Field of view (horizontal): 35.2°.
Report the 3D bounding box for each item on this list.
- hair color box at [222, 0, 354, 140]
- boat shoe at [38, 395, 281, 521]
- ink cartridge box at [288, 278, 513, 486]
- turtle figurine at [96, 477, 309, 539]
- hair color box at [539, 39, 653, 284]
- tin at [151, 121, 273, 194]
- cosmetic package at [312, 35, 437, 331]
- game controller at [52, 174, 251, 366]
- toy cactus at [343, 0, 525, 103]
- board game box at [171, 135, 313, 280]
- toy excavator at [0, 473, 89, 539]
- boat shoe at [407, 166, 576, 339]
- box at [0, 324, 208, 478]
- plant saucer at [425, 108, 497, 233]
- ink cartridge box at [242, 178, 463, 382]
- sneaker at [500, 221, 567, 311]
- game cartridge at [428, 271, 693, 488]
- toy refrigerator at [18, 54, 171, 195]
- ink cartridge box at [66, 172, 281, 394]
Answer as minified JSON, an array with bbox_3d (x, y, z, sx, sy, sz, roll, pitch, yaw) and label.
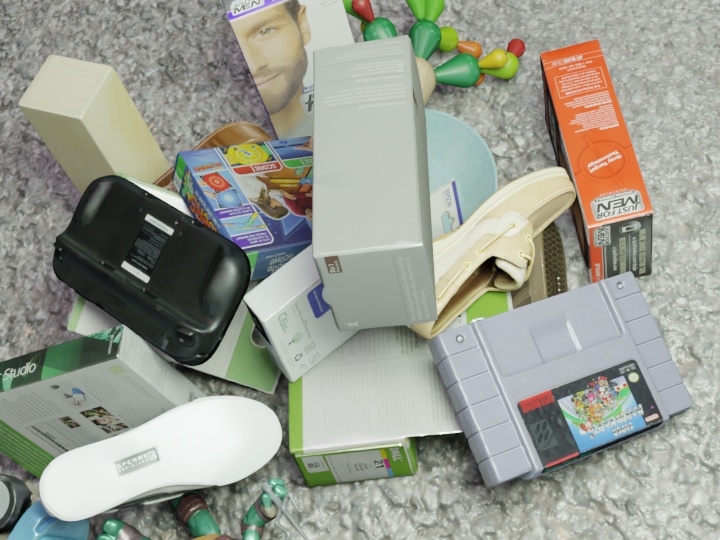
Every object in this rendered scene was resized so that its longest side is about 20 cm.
[{"bbox_3d":[-0.059,-0.215,1.127,0.108,0.201,0.065,-21,55,1],"label":"hair color box"},{"bbox_3d":[-0.163,0.156,0.929,0.197,0.068,0.073,-19,83,-16],"label":"boat shoe"},{"bbox_3d":[0.040,0.096,0.985,0.197,0.076,0.150,-7,57,6],"label":"ink cartridge box"},{"bbox_3d":[-0.125,0.235,0.926,0.149,0.102,0.199,-37,38,-30],"label":"turtle figurine"},{"bbox_3d":[0.215,-0.100,1.043,0.060,0.102,0.202,-13,56,6],"label":"hair color box"},{"bbox_3d":[-0.154,-0.058,1.107,0.200,0.112,0.042,-43,60,-12],"label":"tin"},{"bbox_3d":[0.010,-0.067,0.866,0.089,0.107,0.203,-8,58,6],"label":"cosmetic package"},{"bbox_3d":[-0.176,-0.005,0.941,0.199,0.042,0.105,29,84,31],"label":"game controller"},{"bbox_3d":[0.067,-0.220,1.131,0.198,0.102,0.167,27,57,-14],"label":"toy cactus"},{"bbox_3d":[-0.053,-0.063,1.024,0.198,0.035,0.136,-11,50,-32],"label":"board game box"},{"bbox_3d":[-0.262,0.293,0.927,0.199,0.100,0.196,30,84,25],"label":"toy excavator"},{"bbox_3d":[0.112,-0.010,0.957,0.199,0.074,0.069,-35,62,-12],"label":"boat shoe"},{"bbox_3d":[-0.239,0.119,0.973,0.197,0.145,0.037,-17,48,22],"label":"box"},{"bbox_3d":[0.037,-0.069,1.109,0.198,0.039,0.204,-6,58,10],"label":"plant saucer"},{"bbox_3d":[0.000,0.000,0.949,0.199,0.100,0.039,-36,55,-13],"label":"ink cartridge box"},{"bbox_3d":[0.142,0.050,1.003,0.075,0.070,0.203,-16,54,34],"label":"sneaker"},{"bbox_3d":[0.166,0.086,0.918,0.197,0.038,0.131,-16,69,-24],"label":"game cartridge"},{"bbox_3d":[-0.247,-0.118,1.116,0.075,0.201,0.071,14,62,23],"label":"toy refrigerator"},{"bbox_3d":[-0.151,0.013,1.038,0.197,0.048,0.148,19,94,-16],"label":"ink cartridge box"}]
